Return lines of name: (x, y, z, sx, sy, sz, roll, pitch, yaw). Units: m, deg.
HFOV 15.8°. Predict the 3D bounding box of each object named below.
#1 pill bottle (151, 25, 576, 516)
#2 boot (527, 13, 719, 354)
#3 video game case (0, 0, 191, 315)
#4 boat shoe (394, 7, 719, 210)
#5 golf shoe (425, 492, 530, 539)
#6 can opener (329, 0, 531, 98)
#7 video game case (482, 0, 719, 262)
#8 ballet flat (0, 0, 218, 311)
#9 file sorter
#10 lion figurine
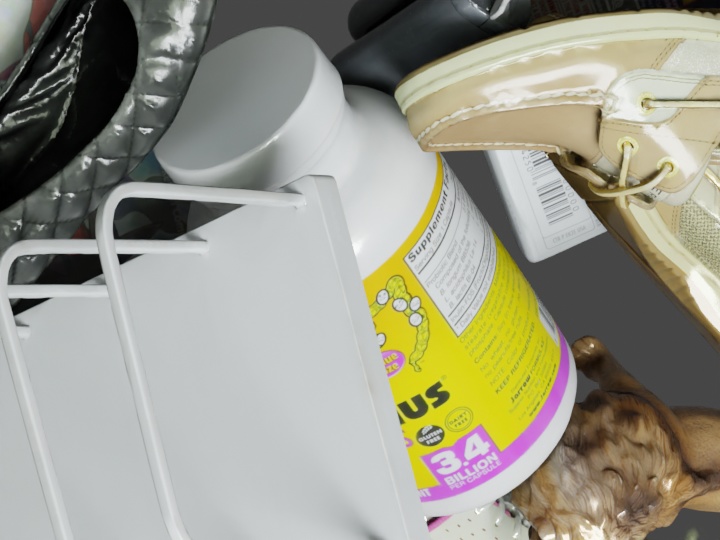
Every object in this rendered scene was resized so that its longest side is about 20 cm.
pill bottle: (0.000, 0.000, 1.011, 0.104, 0.104, 0.200, -35, 128, 3)
boot: (0.166, -0.061, 1.038, 0.155, 0.073, 0.200, -43, 104, -1)
video game case: (-0.155, -0.048, 1.007, 0.181, 0.023, 0.201, -16, 116, -7)
boat shoe: (0.113, -0.057, 0.955, 0.198, 0.074, 0.067, -7, 81, -11)
golf shoe: (0.059, 0.126, 1.118, 0.198, 0.075, 0.092, 0, 110, -15)
can opener: (0.033, -0.115, 0.948, 0.067, 0.200, 0.054, 29, 64, -19)
video game case: (0.117, -0.125, 1.050, 0.181, 0.023, 0.201, -24, 115, -3)
ballet flat: (-0.114, -0.056, 0.953, 0.057, 0.066, 0.201, 16, 114, -50)
file sorter: (-0.102, 0.065, 0.885, 0.199, 0.140, 0.124, -24, 165, 33)
lion figurine: (0.153, 0.082, 1.092, 0.198, 0.123, 0.073, -1, 114, -14)
